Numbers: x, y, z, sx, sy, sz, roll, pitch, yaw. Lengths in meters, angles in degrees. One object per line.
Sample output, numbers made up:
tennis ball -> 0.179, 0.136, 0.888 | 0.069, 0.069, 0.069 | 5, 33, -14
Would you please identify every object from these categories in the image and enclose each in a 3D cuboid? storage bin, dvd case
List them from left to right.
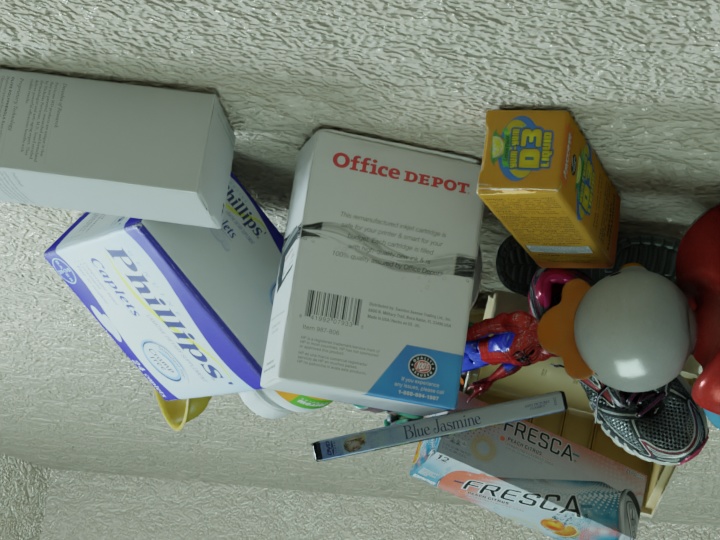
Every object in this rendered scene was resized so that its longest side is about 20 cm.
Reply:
dvd case -> 0.063, 0.125, 1.330 | 0.200, 0.018, 0.143 | -12, 175, 1
storage bin -> 0.194, 0.120, 1.489 | 0.200, 0.094, 0.199 | 14, 149, 5

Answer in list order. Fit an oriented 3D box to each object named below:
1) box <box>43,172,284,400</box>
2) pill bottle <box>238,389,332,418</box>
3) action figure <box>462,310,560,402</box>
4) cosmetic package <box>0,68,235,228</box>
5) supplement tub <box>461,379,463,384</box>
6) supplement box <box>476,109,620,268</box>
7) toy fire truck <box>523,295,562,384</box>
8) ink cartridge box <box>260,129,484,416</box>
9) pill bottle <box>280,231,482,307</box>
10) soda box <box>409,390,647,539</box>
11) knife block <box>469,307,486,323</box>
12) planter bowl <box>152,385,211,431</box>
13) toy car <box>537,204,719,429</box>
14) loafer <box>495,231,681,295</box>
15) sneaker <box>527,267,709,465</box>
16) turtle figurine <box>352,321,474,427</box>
box -> -0.151, 0.009, 1.439 | 0.184, 0.105, 0.200 | 52, 149, -16
pill bottle -> -0.044, 0.081, 1.711 | 0.111, 0.111, 0.200 | 17, 144, -33
action figure -> 0.092, 0.069, 1.369 | 0.200, 0.052, 0.065 | -11, 134, 37
cosmetic package -> -0.206, -0.094, 1.276 | 0.200, 0.085, 0.108 | 7, 166, 5
supplement tub -> 0.127, 0.173, 2.067 | 0.122, 0.123, 0.200 | 6, 167, 9
supplement box -> 0.146, -0.058, 1.252 | 0.069, 0.067, 0.200 | 2, 165, 23
toy fire truck -> 0.216, 0.051, 1.546 | 0.200, 0.112, 0.168 | 4, 165, 18
ink cartridge box -> 0.011, 0.004, 1.303 | 0.144, 0.200, 0.084 | 11, 169, -12
pill bottle -> 0.000, 0.000, 1.472 | 0.200, 0.113, 0.113 | -5, 161, 42
soda box -> 0.148, 0.180, 1.449 | 0.200, 0.068, 0.064 | 24, 147, -10
knife block -> 0.139, 0.072, 1.729 | 0.200, 0.064, 0.176 | 2, 169, -15
planter bowl -> -0.168, 0.062, 1.715 | 0.083, 0.201, 0.200 | -8, 172, -19
toy car -> 0.239, 0.029, 1.284 | 0.200, 0.177, 0.184 | 1, 157, 1
loafer -> 0.221, -0.006, 1.438 | 0.200, 0.075, 0.070 | 10, -166, 12
sneaker -> 0.206, 0.080, 1.359 | 0.200, 0.081, 0.075 | 48, -178, 9
turtle figurine -> 0.078, 0.122, 1.638 | 0.101, 0.150, 0.200 | 46, -168, 37
